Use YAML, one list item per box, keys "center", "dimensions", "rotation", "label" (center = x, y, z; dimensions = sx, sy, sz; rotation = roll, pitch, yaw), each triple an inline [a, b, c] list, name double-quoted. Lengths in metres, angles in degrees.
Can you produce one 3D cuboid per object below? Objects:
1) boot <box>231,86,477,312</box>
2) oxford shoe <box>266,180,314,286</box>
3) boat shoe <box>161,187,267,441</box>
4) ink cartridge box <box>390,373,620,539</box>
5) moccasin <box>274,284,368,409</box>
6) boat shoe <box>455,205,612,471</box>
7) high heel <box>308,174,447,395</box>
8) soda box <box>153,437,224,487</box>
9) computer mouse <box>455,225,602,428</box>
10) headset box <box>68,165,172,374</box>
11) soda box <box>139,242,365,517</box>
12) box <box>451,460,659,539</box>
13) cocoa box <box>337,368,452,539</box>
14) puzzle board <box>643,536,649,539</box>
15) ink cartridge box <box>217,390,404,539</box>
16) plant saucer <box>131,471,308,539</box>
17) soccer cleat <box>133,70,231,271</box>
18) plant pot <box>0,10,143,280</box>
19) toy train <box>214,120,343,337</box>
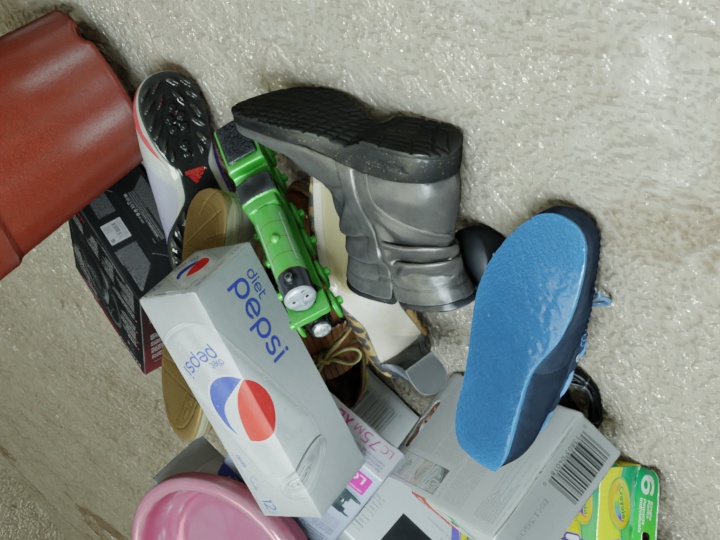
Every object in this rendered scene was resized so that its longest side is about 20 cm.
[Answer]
- center: [-0.010, -0.046, 0.881]
  dimensions: [0.199, 0.070, 0.132]
  rotation: [25, 132, 40]
  label: "boot"
- center: [-0.058, -0.003, 1.062]
  dimensions: [0.071, 0.071, 0.200]
  rotation: [41, 154, 12]
  label: "oxford shoe"
- center: [-0.105, 0.037, 1.004]
  dimensions: [0.074, 0.069, 0.201]
  rotation: [26, 109, 47]
  label: "boat shoe"
- center: [0.099, 0.147, 0.975]
  dimensions: [0.050, 0.109, 0.200]
  rotation: [42, 169, -20]
  label: "ink cartridge box"
- center: [-0.030, 0.063, 1.067]
  dimensions: [0.202, 0.073, 0.078]
  rotation: [83, 174, -63]
  label: "moccasin"
- center: [0.112, 0.038, 0.845]
  dimensions: [0.084, 0.068, 0.201]
  rotation: [43, 132, 27]
  label: "boat shoe"
- center: [0.000, 0.000, 1.001]
  dimensions: [0.201, 0.071, 0.143]
  rotation: [64, 174, -9]
  label: "high heel"
- center: [-0.103, 0.251, 1.192]
  dimensions: [0.200, 0.063, 0.068]
  rotation: [42, 154, 12]
  label: "soda box"
- center: [0.118, 0.051, 0.913]
  dimensions: [0.058, 0.034, 0.200]
  rotation: [3, 133, 55]
  label: "computer mouse"
- center: [-0.223, 0.000, 1.277]
  dimensions: [0.149, 0.077, 0.200]
  rotation: [54, 160, 19]
  label: "headset box"
- center: [-0.075, 0.083, 0.934]
  dimensions: [0.063, 0.068, 0.201]
  rotation: [-8, 117, 42]
  label: "soda box"
- center: [0.150, 0.199, 1.004]
  dimensions: [0.200, 0.048, 0.118]
  rotation: [2, 90, 54]
  label: "box"
- center: [0.018, 0.217, 1.204]
  dimensions: [0.200, 0.133, 0.131]
  rotation: [43, 156, 5]
  label: "cocoa box"
- center: [0.153, 0.261, 1.041]
  dimensions: [0.200, 0.151, 0.017]
  rotation: [4, 134, 56]
  label: "puzzle board"
- center: [-0.050, 0.168, 1.069]
  dimensions: [0.119, 0.042, 0.200]
  rotation: [40, 144, 6]
  label: "ink cartridge box"
- center: [-0.108, 0.259, 1.102]
  dimensions: [0.200, 0.051, 0.202]
  rotation: [15, 118, 30]
  label: "plant saucer"
- center: [-0.140, -0.063, 1.054]
  dimensions: [0.073, 0.068, 0.201]
  rotation: [-170, 64, -73]
  label: "soccer cleat"
- center: [-0.298, -0.108, 1.090]
  dimensions: [0.201, 0.195, 0.201]
  rotation: [50, 165, 19]
  label: "plant pot"
- center: [-0.062, -0.035, 0.918]
  dimensions: [0.056, 0.042, 0.201]
  rotation: [58, -175, -50]
  label: "toy train"
